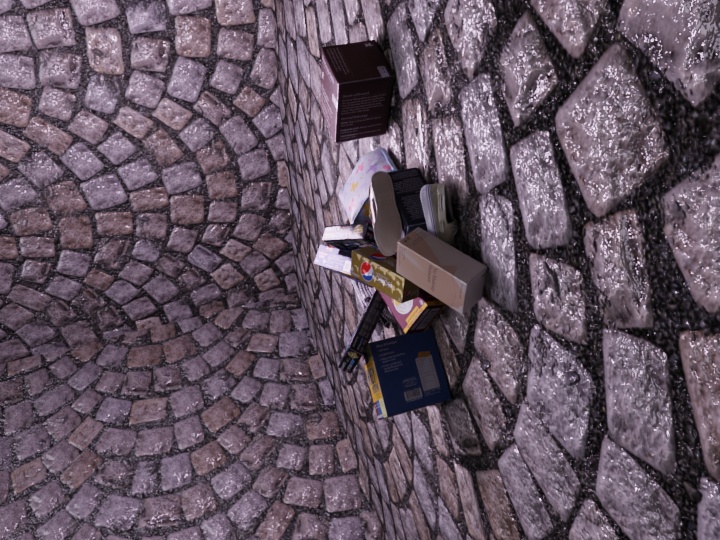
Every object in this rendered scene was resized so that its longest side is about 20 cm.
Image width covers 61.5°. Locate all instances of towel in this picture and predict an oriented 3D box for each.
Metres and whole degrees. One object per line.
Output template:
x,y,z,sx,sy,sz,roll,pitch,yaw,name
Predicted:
0.041,0.092,2.047,0.167,0.084,0.202,63,-178,-45,towel

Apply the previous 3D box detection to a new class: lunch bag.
0.042,-0.233,1.754,0.202,0.125,0.171,-59,33,26,lunch bag

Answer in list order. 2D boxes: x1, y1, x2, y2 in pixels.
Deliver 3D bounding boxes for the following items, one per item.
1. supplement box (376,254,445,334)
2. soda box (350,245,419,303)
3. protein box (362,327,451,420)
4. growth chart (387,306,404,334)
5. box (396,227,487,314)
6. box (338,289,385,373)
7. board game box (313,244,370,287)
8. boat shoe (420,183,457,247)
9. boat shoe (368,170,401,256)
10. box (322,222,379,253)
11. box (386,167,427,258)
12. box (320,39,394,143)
0.119,0.049,1.575,0.111,0.084,0.202,-54,55,32,supplement box
0.060,0.007,1.521,0.198,0.063,0.070,29,122,41,soda box
0.125,0.294,1.718,0.135,0.193,0.205,119,137,-70,protein box
0.113,0.136,1.829,0.147,0.017,0.200,62,-173,15,growth chart
0.177,-0.002,1.344,0.198,0.077,0.097,33,140,33,box
0.008,0.172,1.702,0.203,0.045,0.160,-64,0,-29,box
0.000,0.000,1.733,0.198,0.197,0.063,16,84,52,board game box
0.191,-0.101,1.393,0.061,0.072,0.204,-7,113,32,boat shoe
0.056,-0.133,1.467,0.060,0.070,0.206,135,127,-79,boat shoe
0.009,-0.080,1.707,0.198,0.157,0.047,1,71,52,box
0.125,-0.135,1.544,0.151,0.104,0.203,95,159,-48,box
-0.015,-0.497,1.688,0.202,0.160,0.169,96,157,-53,box
